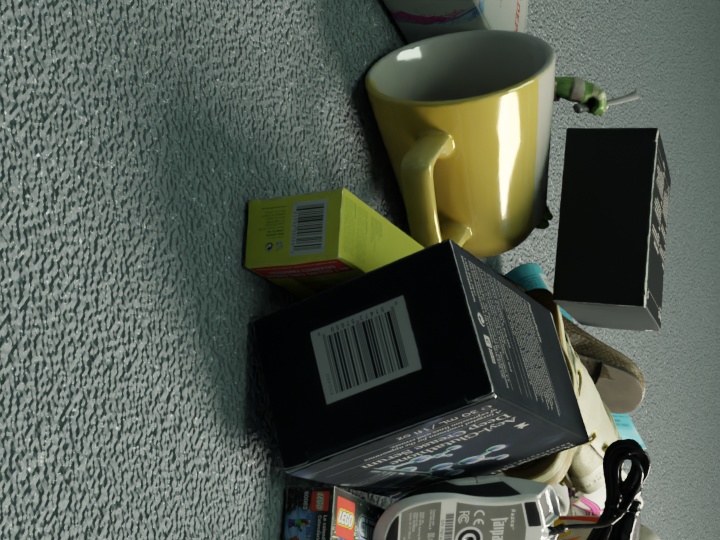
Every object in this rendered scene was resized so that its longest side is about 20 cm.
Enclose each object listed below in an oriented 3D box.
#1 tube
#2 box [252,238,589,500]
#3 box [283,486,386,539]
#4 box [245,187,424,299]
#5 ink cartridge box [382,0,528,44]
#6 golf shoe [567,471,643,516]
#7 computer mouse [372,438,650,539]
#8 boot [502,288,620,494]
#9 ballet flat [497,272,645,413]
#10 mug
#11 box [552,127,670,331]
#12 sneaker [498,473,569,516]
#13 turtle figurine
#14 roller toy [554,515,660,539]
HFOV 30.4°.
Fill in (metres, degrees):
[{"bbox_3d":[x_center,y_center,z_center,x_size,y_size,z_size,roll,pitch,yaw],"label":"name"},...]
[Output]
[{"bbox_3d":[0.194,0.083,1.234,0.077,0.050,0.201,4,46,-42],"label":"tube"},{"bbox_3d":[0.046,0.077,0.893,0.200,0.148,0.108,28,43,-60],"label":"box"},{"bbox_3d":[0.005,0.239,0.926,0.200,0.037,0.137,38,51,-57],"label":"box"},{"bbox_3d":[0.000,0.000,0.926,0.200,0.075,0.050,35,54,-60],"label":"box"},{"bbox_3d":[0.074,-0.271,1.127,0.200,0.084,0.145,49,43,-49],"label":"ink cartridge box"},{"bbox_3d":[0.229,0.201,1.267,0.200,0.091,0.073,94,4,-68],"label":"golf shoe"},{"bbox_3d":[0.102,0.173,0.927,0.044,0.199,0.110,-122,-145,-67],"label":"computer mouse"},{"bbox_3d":[0.160,0.130,1.055,0.155,0.072,0.201,59,22,-32],"label":"boot"},{"bbox_3d":[0.165,0.059,1.172,0.068,0.199,0.046,-60,180,28],"label":"ballet flat"},{"bbox_3d":[0.074,-0.088,1.059,0.186,0.149,0.154,-28,124,-28],"label":"mug"},{"bbox_3d":[0.215,-0.029,1.111,0.200,0.078,0.142,28,65,-72],"label":"box"},{"bbox_3d":[0.124,0.122,1.179,0.200,0.080,0.147,50,27,-37],"label":"sneaker"},{"bbox_3d":[0.169,-0.110,1.230,0.200,0.143,0.195,47,48,-47],"label":"turtle figurine"},{"bbox_3d":[0.158,0.272,1.080,0.182,0.199,0.141,-3,88,-87],"label":"roller toy"}]
